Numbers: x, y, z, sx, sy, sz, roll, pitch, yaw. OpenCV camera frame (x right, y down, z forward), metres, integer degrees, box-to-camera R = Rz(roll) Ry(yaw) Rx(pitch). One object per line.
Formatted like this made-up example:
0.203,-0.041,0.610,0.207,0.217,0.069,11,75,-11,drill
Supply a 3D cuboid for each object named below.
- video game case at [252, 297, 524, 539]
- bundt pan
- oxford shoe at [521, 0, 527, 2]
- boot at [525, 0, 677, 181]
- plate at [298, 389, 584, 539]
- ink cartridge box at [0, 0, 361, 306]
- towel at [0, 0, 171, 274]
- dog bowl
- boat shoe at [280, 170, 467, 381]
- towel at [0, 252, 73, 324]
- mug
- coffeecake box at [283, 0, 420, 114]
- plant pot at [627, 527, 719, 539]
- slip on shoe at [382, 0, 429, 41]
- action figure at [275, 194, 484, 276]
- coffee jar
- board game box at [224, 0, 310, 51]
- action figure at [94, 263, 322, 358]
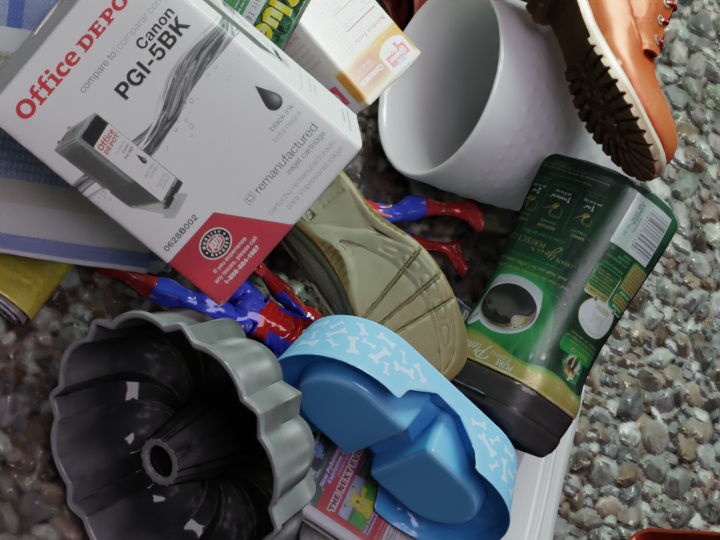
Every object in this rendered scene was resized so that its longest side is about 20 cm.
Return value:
0.034,0.111,1.552,0.182,0.023,0.201,36,66,-22,video game case
-0.109,0.114,1.446,0.076,0.201,0.203,-24,87,-49,bundt pan
0.092,-0.255,1.641,0.071,0.200,0.073,-25,71,5,oxford shoe
0.188,-0.162,1.505,0.107,0.075,0.201,-18,77,-19,boot
0.068,0.138,1.603,0.199,0.032,0.201,21,70,-18,plate
-0.120,-0.099,1.408,0.200,0.083,0.147,39,102,-15,ink cartridge box
-0.186,-0.099,1.459,0.146,0.024,0.201,7,107,-7,towel
0.026,0.106,1.474,0.200,0.111,0.050,42,51,-18,dog bowl
-0.002,0.001,1.513,0.073,0.063,0.201,-40,82,-21,boat shoe
-0.235,-0.074,1.525,0.143,0.023,0.200,39,65,-10,towel
0.139,-0.134,1.615,0.175,0.200,0.148,17,35,-33,mug
-0.080,-0.177,1.542,0.200,0.153,0.073,49,51,-6,coffeecake box
0.245,0.318,1.558,0.200,0.199,0.177,-42,107,-27,plant pot
0.019,-0.260,1.662,0.061,0.074,0.201,-24,93,-24,slip on shoe
-0.008,-0.031,1.594,0.199,0.066,0.052,6,38,-22,action figure
0.132,0.026,1.527,0.085,0.104,0.201,36,80,-45,coffee jar
-0.117,-0.137,1.478,0.104,0.201,0.023,32,22,1,board game box
-0.086,0.025,1.547,0.199,0.052,0.066,31,62,-17,action figure
